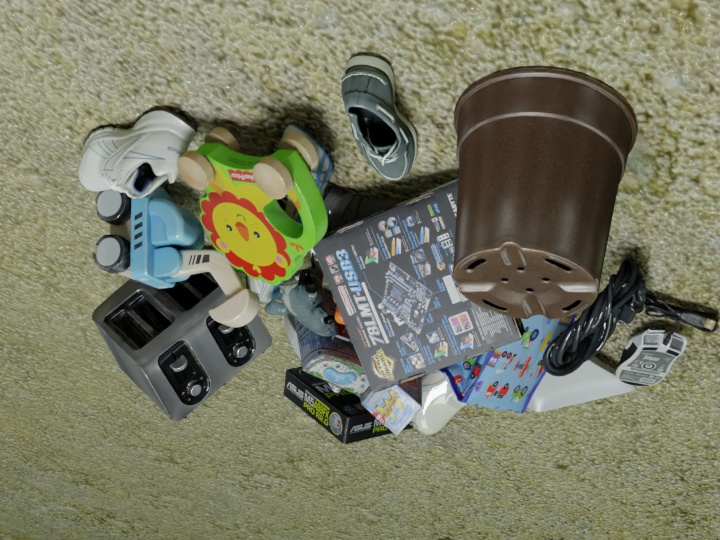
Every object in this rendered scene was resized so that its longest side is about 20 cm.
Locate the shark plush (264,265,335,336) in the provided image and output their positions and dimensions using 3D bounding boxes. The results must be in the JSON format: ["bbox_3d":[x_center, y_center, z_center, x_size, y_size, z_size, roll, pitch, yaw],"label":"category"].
[{"bbox_3d":[-0.054,0.034,1.566,0.084,0.091,0.200,51,159,6],"label":"shark plush"}]

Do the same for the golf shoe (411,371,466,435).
[{"bbox_3d":[0.144,0.154,1.716,0.078,0.201,0.097,24,-169,-36],"label":"golf shoe"}]

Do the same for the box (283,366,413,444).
[{"bbox_3d":[0.012,0.180,1.798,0.198,0.045,0.160,-7,-154,-36],"label":"box"}]

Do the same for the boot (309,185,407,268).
[{"bbox_3d":[0.000,0.000,1.531,0.130,0.203,0.070,6,-172,7],"label":"boot"}]

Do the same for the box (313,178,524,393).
[{"bbox_3d":[0.068,0.019,1.461,0.196,0.202,0.050,-22,-175,18],"label":"box"}]

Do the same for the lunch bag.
[{"bbox_3d":[0.202,0.073,1.566,0.150,0.094,0.201,16,117,-51],"label":"lunch bag"}]

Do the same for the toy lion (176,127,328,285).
[{"bbox_3d":[-0.115,-0.064,1.423,0.198,0.069,0.193,9,133,40],"label":"toy lion"}]

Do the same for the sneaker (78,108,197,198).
[{"bbox_3d":[-0.279,-0.126,1.473,0.074,0.088,0.199,30,148,-35],"label":"sneaker"}]

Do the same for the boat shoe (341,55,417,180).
[{"bbox_3d":[0.017,-0.149,1.344,0.072,0.062,0.201,4,151,14],"label":"boat shoe"}]

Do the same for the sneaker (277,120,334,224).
[{"bbox_3d":[-0.079,-0.103,1.445,0.072,0.073,0.200,38,155,9],"label":"sneaker"}]

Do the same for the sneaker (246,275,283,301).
[{"bbox_3d":[-0.124,-0.027,1.616,0.071,0.073,0.201,-13,150,-5],"label":"sneaker"}]

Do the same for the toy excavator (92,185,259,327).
[{"bbox_3d":[-0.225,-0.021,1.545,0.197,0.197,0.100,-8,165,20],"label":"toy excavator"}]

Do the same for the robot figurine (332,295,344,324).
[{"bbox_3d":[0.065,0.040,1.621,0.197,0.146,0.117,7,-170,8],"label":"robot figurine"}]

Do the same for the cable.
[{"bbox_3d":[0.292,0.060,1.545,0.051,0.163,0.200,49,172,18],"label":"cable"}]

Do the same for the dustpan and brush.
[{"bbox_3d":[-0.042,0.121,1.768,0.138,0.201,0.058,20,124,-15],"label":"dustpan and brush"}]

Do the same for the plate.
[{"bbox_3d":[0.274,0.146,1.830,0.199,0.033,0.198,31,146,-32],"label":"plate"}]

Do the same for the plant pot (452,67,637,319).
[{"bbox_3d":[0.180,-0.069,1.285,0.197,0.201,0.201,9,153,5],"label":"plant pot"}]

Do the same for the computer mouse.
[{"bbox_3d":[0.402,0.096,1.681,0.108,0.044,0.201,10,147,-8],"label":"computer mouse"}]

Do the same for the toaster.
[{"bbox_3d":[-0.247,0.078,1.689,0.199,0.180,0.119,34,155,44],"label":"toaster"}]

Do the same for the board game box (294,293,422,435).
[{"bbox_3d":[0.011,0.125,1.710,0.198,0.201,0.062,27,116,-26],"label":"board game box"}]
